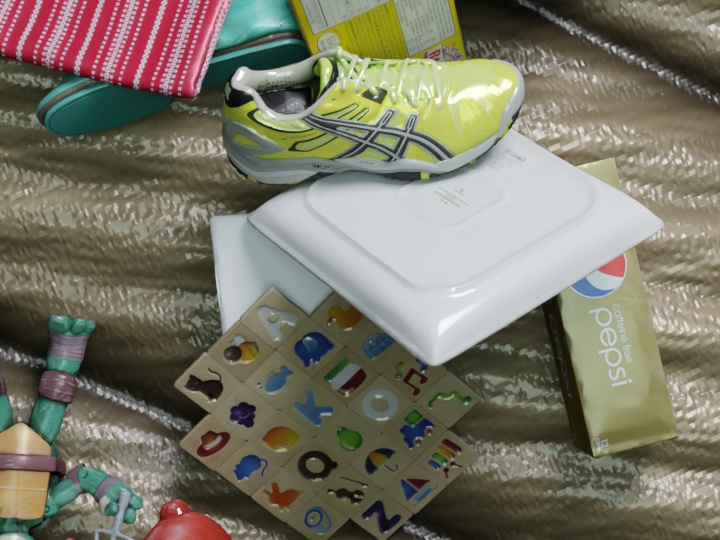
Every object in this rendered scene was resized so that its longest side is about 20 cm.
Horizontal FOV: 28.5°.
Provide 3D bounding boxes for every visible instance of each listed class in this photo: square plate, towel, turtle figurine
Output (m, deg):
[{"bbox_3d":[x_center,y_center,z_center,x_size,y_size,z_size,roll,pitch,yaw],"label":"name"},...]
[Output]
[{"bbox_3d":[0.058,-0.039,0.916,0.198,0.200,0.029,-29,135,-25],"label":"square plate"},{"bbox_3d":[-0.182,-0.201,0.964,0.199,0.022,0.145,14,76,12],"label":"towel"},{"bbox_3d":[-0.233,0.133,0.967,0.149,0.101,0.201,5,75,-30],"label":"turtle figurine"}]

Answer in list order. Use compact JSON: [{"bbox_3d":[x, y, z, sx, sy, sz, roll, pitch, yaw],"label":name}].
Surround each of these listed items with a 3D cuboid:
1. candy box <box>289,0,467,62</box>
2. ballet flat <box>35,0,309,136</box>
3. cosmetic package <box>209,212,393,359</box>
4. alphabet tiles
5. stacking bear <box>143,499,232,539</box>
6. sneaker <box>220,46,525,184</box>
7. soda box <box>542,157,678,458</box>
[{"bbox_3d":[0.014,-0.159,0.934,0.102,0.200,0.026,-27,59,-3],"label":"candy box"},{"bbox_3d":[-0.134,-0.153,0.993,0.199,0.067,0.071,-18,68,-2],"label":"ballet flat"},{"bbox_3d":[0.000,0.000,0.991,0.199,0.074,0.102,-5,92,0],"label":"cosmetic package"},{"bbox_3d":[-0.021,0.103,0.980,0.200,0.006,0.166,40,107,-21],"label":"alphabet tiles"},{"bbox_3d":[-0.066,0.238,0.978,0.199,0.114,0.122,31,90,2],"label":"stacking bear"},{"bbox_3d":[0.008,-0.104,0.906,0.199,0.077,0.076,-11,59,0],"label":"sneaker"},{"bbox_3d":[0.165,0.026,0.999,0.064,0.068,0.201,-14,92,-3],"label":"soda box"}]
